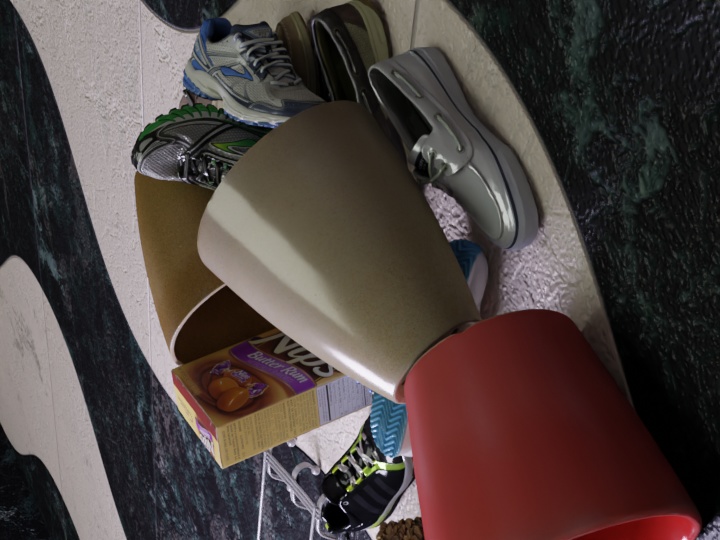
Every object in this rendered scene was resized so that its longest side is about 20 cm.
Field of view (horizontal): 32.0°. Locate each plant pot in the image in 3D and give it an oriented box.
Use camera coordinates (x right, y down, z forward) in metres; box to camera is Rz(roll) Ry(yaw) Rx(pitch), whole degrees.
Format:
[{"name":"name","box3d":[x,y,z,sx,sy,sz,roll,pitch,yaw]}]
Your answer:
[{"name":"plant pot","box3d":[0.123,0.140,0.913,0.201,0.197,0.179,113,145,-53]},{"name":"plant pot","box3d":[-0.152,-0.034,1.305,0.202,0.184,0.187,59,151,24]},{"name":"plant pot","box3d":[0.000,0.003,1.007,0.200,0.186,0.188,48,146,23]}]

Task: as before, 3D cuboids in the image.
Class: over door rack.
[{"name":"over door rack","box3d":[-0.083,0.326,1.541,0.147,0.066,0.203,38,116,52]}]

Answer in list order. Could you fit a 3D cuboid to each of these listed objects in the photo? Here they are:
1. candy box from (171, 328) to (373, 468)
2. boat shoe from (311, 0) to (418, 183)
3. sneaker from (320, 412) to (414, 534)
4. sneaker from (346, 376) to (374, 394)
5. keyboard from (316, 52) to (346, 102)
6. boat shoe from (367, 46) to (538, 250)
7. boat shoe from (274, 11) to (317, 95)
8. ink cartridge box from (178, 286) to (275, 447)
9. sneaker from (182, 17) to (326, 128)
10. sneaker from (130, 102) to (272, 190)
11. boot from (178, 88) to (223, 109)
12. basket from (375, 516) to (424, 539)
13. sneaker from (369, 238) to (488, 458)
[{"name":"candy box","box3d":[-0.078,0.113,1.273,0.117,0.198,0.057,40,142,49]},{"name":"boat shoe","box3d":[-0.001,-0.138,1.126,0.071,0.065,0.204,1,105,63]},{"name":"sneaker","box3d":[0.002,0.219,1.305,0.072,0.082,0.202,55,148,34]},{"name":"sneaker","box3d":[0.019,0.095,1.207,0.202,0.076,0.076,62,150,21]},{"name":"keyboard","box3d":[-0.014,-0.124,1.219,0.104,0.039,0.203,-107,9,-69]},{"name":"boat shoe","box3d":[0.068,-0.093,1.011,0.201,0.066,0.074,59,151,29]},{"name":"boat shoe","box3d":[-0.087,-0.172,1.276,0.201,0.064,0.073,103,152,-49]},{"name":"ink cartridge box","box3d":[-0.129,0.081,1.406,0.084,0.144,0.203,36,-148,-77]},{"name":"sneaker","box3d":[-0.101,-0.191,1.190,0.199,0.076,0.086,29,114,40]},{"name":"sneaker","box3d":[-0.124,-0.106,1.220,0.079,0.197,0.086,111,153,-47]},{"name":"boot","box3d":[-0.164,-0.134,1.451,0.146,0.070,0.202,46,130,33]},{"name":"basket","box3d":[0.102,0.331,1.189,0.143,0.147,0.203,-51,-51,-80]},{"name":"sneaker","box3d":[0.072,0.067,1.092,0.076,0.080,0.203,42,121,50]}]
